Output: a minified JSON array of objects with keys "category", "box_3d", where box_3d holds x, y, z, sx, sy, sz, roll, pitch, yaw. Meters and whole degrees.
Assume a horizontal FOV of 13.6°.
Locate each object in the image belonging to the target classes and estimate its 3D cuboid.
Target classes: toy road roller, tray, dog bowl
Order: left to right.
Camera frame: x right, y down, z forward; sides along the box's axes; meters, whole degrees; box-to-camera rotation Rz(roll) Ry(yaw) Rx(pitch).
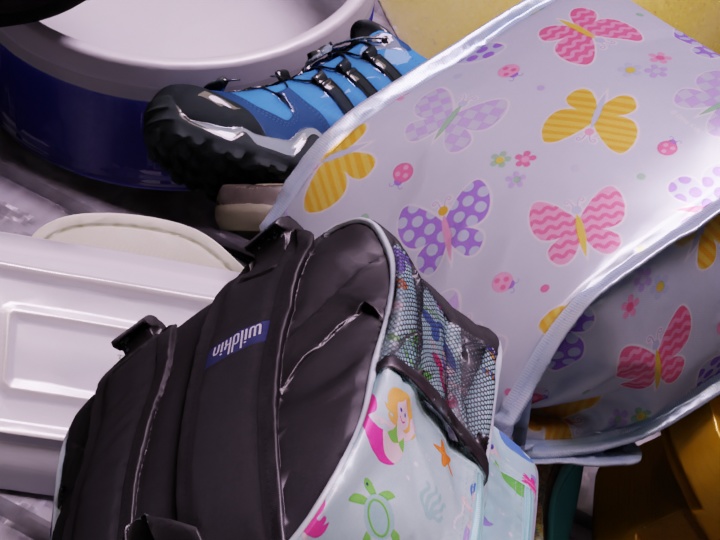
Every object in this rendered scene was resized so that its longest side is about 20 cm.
[{"category":"tray","box_3d":[-0.094,0.042,1.235,0.199,0.022,0.108,10,72,-24]},{"category":"dog bowl","box_3d":[-0.093,-0.131,1.469,0.199,0.079,0.201,4,42,-3]},{"category":"toy road roller","box_3d":[0.189,0.119,1.314,0.200,0.145,0.123,56,21,-21]}]

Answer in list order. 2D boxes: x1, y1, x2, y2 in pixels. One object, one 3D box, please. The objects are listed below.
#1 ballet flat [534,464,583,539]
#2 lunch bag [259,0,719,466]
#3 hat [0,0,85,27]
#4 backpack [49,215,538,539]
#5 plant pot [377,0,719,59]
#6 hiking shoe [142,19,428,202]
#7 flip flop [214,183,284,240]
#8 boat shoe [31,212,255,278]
[{"category":"ballet flat","box_3d":[0.053,0.123,1.237,0.070,0.071,0.200,22,29,-3]},{"category":"lunch bag","box_3d":[0.078,-0.010,1.253,0.200,0.128,0.169,-32,46,-27]},{"category":"hat","box_3d":[-0.157,-0.153,1.353,0.200,0.200,0.081,-16,86,-50]},{"category":"backpack","box_3d":[-0.029,0.100,1.089,0.151,0.177,0.200,49,24,-18]},{"category":"plant pot","box_3d":[0.118,-0.125,1.525,0.200,0.142,0.200,48,14,-17]},{"category":"hiking shoe","box_3d":[-0.017,-0.073,1.383,0.199,0.074,0.087,8,77,-39]},{"category":"flip flop","box_3d":[0.000,0.000,1.373,0.081,0.058,0.200,-6,-12,27]},{"category":"boat shoe","box_3d":[-0.060,0.027,1.311,0.198,0.066,0.075,11,76,-20]}]
